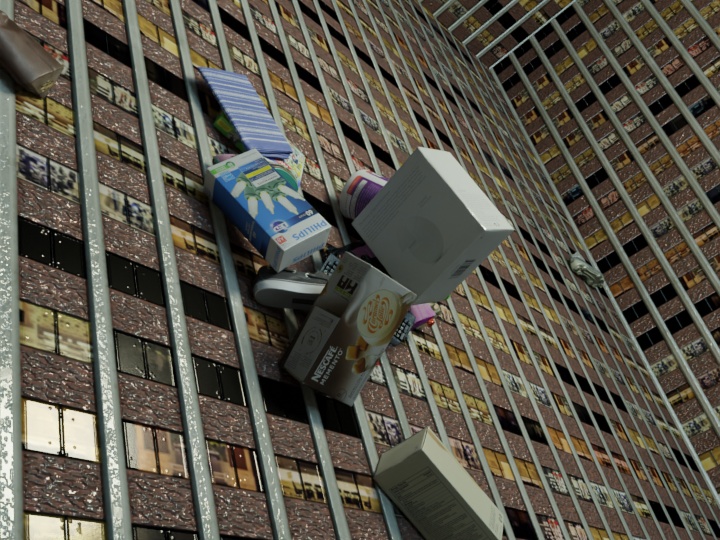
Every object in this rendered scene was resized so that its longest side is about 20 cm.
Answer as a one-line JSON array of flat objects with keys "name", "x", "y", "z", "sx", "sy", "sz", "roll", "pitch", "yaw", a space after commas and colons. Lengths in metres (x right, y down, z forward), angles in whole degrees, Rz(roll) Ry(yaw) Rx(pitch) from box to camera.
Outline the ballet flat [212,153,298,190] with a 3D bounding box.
[{"name": "ballet flat", "x": -0.188, "y": -0.177, "z": 1.479, "sx": 0.071, "sy": 0.069, "sz": 0.200, "roll": 45, "pitch": 19, "yaw": 27}]

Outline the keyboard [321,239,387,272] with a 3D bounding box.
[{"name": "keyboard", "x": 0.000, "y": 0.000, "z": 1.526, "sx": 0.200, "sy": 0.021, "sz": 0.127, "roll": -18, "pitch": 79, "yaw": -36}]

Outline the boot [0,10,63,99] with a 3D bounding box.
[{"name": "boot", "x": -0.498, "y": -0.307, "z": 1.091, "sx": 0.200, "sy": 0.064, "sz": 0.187, "roll": 52, "pitch": 26, "yaw": -15}]

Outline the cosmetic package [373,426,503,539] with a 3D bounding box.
[{"name": "cosmetic package", "x": 0.124, "y": 0.356, "z": 1.294, "sx": 0.200, "sy": 0.105, "sz": 0.071, "roll": 52, "pitch": 23, "yaw": -9}]

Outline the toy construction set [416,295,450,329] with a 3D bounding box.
[{"name": "toy construction set", "x": 0.118, "y": 0.016, "z": 1.708, "sx": 0.200, "sy": 0.131, "sz": 0.092, "roll": 61, "pitch": -19, "yaw": 14}]

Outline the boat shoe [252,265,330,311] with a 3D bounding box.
[{"name": "boat shoe", "x": -0.074, "y": 0.030, "z": 1.326, "sx": 0.199, "sy": 0.070, "sz": 0.066, "roll": 7, "pitch": 51, "yaw": -12}]

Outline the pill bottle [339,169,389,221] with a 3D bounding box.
[{"name": "pill bottle", "x": 0.064, "y": -0.123, "z": 1.691, "sx": 0.200, "sy": 0.112, "sz": 0.111, "roll": 28, "pitch": 10, "yaw": 31}]

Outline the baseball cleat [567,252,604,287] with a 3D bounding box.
[{"name": "baseball cleat", "x": 0.855, "y": -0.010, "z": 3.125, "sx": 0.200, "sy": 0.070, "sz": 0.107, "roll": 33, "pitch": 32, "yaw": -41}]

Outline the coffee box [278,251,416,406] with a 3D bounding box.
[{"name": "coffee box", "x": -0.019, "y": 0.089, "z": 1.254, "sx": 0.114, "sy": 0.200, "sz": 0.080, "roll": 33, "pitch": -3, "yaw": -38}]

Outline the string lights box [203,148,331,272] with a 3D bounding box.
[{"name": "string lights box", "x": -0.152, "y": -0.099, "z": 1.330, "sx": 0.103, "sy": 0.059, "sz": 0.200, "roll": -30, "pitch": 65, "yaw": -35}]

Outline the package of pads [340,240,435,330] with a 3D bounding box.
[{"name": "package of pads", "x": 0.054, "y": 0.030, "z": 1.618, "sx": 0.200, "sy": 0.076, "sz": 0.120, "roll": 58, "pitch": 29, "yaw": 11}]

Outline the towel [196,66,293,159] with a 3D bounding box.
[{"name": "towel", "x": -0.217, "y": -0.295, "z": 1.560, "sx": 0.200, "sy": 0.024, "sz": 0.145, "roll": 58, "pitch": 27, "yaw": 13}]

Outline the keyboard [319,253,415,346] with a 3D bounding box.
[{"name": "keyboard", "x": 0.019, "y": 0.035, "z": 1.486, "sx": 0.200, "sy": 0.021, "sz": 0.127, "roll": 37, "pitch": 56, "yaw": -13}]

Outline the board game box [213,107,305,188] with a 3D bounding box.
[{"name": "board game box", "x": -0.191, "y": -0.249, "z": 1.600, "sx": 0.200, "sy": 0.029, "sz": 0.135, "roll": 43, "pitch": 26, "yaw": -24}]

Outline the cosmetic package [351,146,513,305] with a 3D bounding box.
[{"name": "cosmetic package", "x": 0.127, "y": -0.079, "z": 1.486, "sx": 0.123, "sy": 0.199, "sz": 0.200, "roll": -5, "pitch": 54, "yaw": -55}]

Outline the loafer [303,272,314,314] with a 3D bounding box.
[{"name": "loafer", "x": -0.035, "y": 0.078, "z": 1.398, "sx": 0.200, "sy": 0.075, "sz": 0.070, "roll": 52, "pitch": 22, "yaw": -3}]
